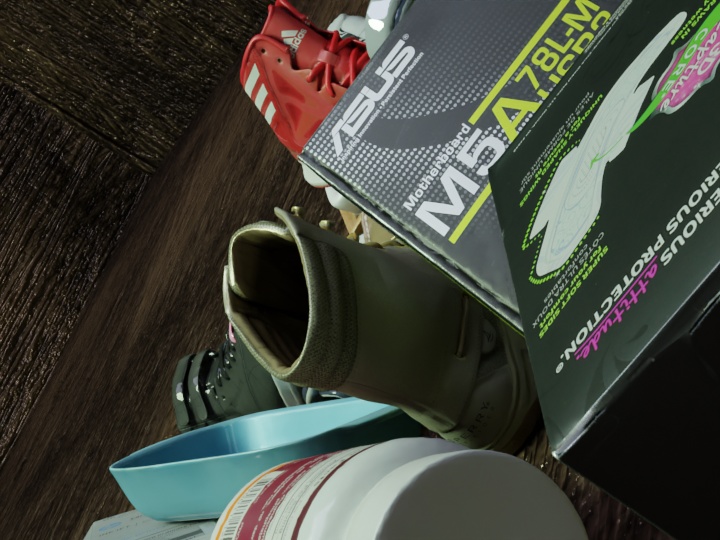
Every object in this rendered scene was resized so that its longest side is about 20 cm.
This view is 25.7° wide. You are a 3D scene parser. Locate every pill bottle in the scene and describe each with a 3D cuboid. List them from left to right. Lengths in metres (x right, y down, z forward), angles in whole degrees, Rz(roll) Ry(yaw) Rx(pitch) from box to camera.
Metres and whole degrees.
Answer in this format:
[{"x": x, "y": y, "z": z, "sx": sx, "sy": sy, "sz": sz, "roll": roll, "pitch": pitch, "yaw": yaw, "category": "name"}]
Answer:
[{"x": 0.011, "y": 0.131, "z": 0.673, "sx": 0.115, "sy": 0.114, "sz": 0.200, "roll": -62, "pitch": 14, "yaw": -19, "category": "pill bottle"}]

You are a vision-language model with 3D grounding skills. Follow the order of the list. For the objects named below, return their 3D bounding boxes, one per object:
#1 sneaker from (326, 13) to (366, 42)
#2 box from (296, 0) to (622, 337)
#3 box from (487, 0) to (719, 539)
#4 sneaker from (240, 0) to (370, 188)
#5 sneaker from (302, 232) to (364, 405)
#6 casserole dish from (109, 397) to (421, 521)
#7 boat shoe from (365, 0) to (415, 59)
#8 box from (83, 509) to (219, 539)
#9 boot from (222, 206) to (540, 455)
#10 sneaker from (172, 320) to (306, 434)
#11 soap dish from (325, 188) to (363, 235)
[{"x": 0.070, "y": -0.141, "z": 1.041, "sx": 0.115, "sy": 0.075, "sz": 0.200, "roll": -49, "pitch": 53, "yaw": -1, "category": "sneaker"}, {"x": 0.096, "y": -0.079, "z": 0.722, "sx": 0.193, "sy": 0.047, "sz": 0.201, "roll": 39, "pitch": 92, "yaw": 34, "category": "box"}, {"x": 0.134, "y": -0.002, "z": 0.439, "sx": 0.125, "sy": 0.148, "sz": 0.200, "roll": -51, "pitch": 13, "yaw": 19, "category": "box"}, {"x": -0.006, "y": -0.113, "z": 0.946, "sx": 0.199, "sy": 0.115, "sz": 0.079, "roll": -15, "pitch": 39, "yaw": 49, "category": "sneaker"}, {"x": 0.037, "y": 0.015, "z": 0.939, "sx": 0.202, "sy": 0.077, "sz": 0.147, "roll": -43, "pitch": 22, "yaw": 38, "category": "sneaker"}, {"x": -0.049, "y": 0.103, "z": 0.862, "sx": 0.199, "sy": 0.039, "sz": 0.121, "roll": -14, "pitch": 3, "yaw": 44, "category": "casserole dish"}, {"x": 0.083, "y": -0.154, "z": 0.876, "sx": 0.199, "sy": 0.062, "sz": 0.073, "roll": -29, "pitch": -52, "yaw": -41, "category": "boat shoe"}, {"x": -0.082, "y": 0.153, "z": 0.874, "sx": 0.154, "sy": 0.042, "sz": 0.200, "roll": -17, "pitch": 4, "yaw": -3, "category": "box"}, {"x": 0.000, "y": 0.000, "z": 0.809, "sx": 0.072, "sy": 0.154, "sz": 0.201, "roll": -51, "pitch": 37, "yaw": 27, "category": "boot"}, {"x": -0.080, "y": 0.060, "z": 0.994, "sx": 0.201, "sy": 0.098, "sz": 0.071, "roll": 75, "pitch": -163, "yaw": -47, "category": "sneaker"}, {"x": 0.054, "y": -0.118, "z": 1.171, "sx": 0.201, "sy": 0.081, "sz": 0.157, "roll": -56, "pitch": 13, "yaw": 10, "category": "soap dish"}]
